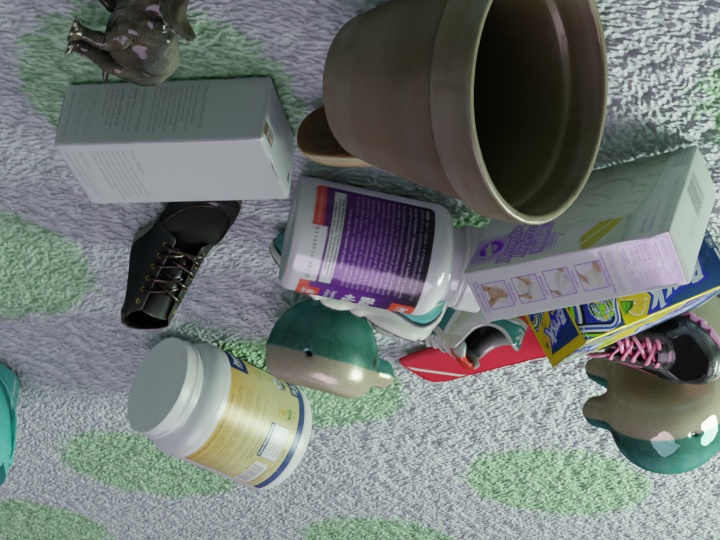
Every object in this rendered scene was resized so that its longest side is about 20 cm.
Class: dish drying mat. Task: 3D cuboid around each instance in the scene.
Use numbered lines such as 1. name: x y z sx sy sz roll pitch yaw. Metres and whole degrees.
1. dish drying mat: 0.144 0.098 1.645 0.199 0.018 0.077 -18 142 38

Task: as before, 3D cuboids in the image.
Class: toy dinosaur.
1. toy dinosaur: -0.187 -0.185 1.149 0.101 0.078 0.200 20 146 -10

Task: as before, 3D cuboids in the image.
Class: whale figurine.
1. whale figurine: -0.031 0.088 1.610 0.157 0.105 0.200 13 177 15
2. whale figurine: 0.315 0.148 1.505 0.158 0.200 0.105 -16 111 -11

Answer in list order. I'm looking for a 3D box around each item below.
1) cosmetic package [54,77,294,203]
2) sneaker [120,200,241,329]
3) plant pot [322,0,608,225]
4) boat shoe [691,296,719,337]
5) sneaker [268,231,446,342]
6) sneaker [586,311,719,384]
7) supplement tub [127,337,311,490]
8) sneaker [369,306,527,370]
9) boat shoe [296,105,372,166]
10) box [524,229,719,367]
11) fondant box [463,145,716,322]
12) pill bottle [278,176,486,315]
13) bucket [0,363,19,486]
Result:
1. cosmetic package: -0.167 -0.117 1.272 0.198 0.075 0.102 -1 151 11
2. sneaker: -0.183 -0.011 1.430 0.074 0.107 0.200 20 149 -23
3. plant pot: 0.071 -0.140 1.080 0.172 0.202 0.200 5 156 38
4. boat shoe: 0.380 0.066 1.475 0.199 0.074 0.063 12 159 0
5. sneaker: 0.000 0.000 1.464 0.198 0.078 0.080 22 113 -10
6. sneaker: 0.269 0.072 1.412 0.199 0.095 0.080 21 119 36
7. supplement tub: -0.174 0.176 1.727 0.199 0.146 0.144 29 144 -35
8. sneaker: 0.093 0.062 1.513 0.198 0.094 0.070 -10 147 28
9. boat shoe: 0.043 -0.114 1.229 0.198 0.072 0.065 -3 149 15
10. box: 0.260 0.024 1.336 0.199 0.065 0.070 -20 165 -29
11. fondant box: 0.207 -0.033 1.255 0.198 0.145 0.059 -14 117 32
12. pill bottle: 0.026 -0.018 1.363 0.198 0.112 0.112 12 151 -8
13. bucket: -0.554 0.195 1.856 0.205 0.136 0.208 5 152 3
